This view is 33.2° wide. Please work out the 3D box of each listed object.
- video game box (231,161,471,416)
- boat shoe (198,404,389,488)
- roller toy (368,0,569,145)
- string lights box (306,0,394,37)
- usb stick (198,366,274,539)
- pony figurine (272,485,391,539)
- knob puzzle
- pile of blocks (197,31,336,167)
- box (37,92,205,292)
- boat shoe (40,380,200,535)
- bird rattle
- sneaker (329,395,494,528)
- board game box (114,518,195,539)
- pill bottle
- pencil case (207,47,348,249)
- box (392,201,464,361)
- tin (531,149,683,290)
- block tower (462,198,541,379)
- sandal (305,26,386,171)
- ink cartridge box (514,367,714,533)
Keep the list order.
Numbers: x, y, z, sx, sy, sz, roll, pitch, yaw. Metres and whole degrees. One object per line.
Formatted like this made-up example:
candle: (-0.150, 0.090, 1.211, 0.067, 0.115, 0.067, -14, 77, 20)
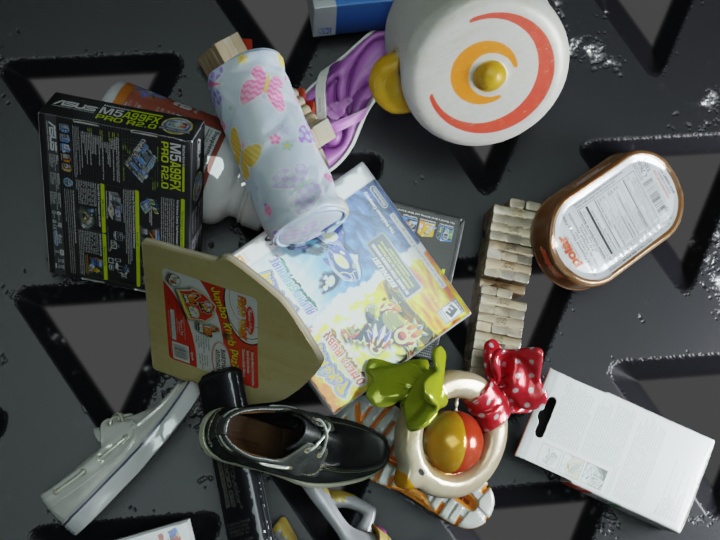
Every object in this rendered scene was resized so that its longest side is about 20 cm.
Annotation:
video game box: (-0.014, 0.018, 1.263, 0.182, 0.047, 0.200, -36, 87, -7)
boat shoe: (-0.057, 0.173, 1.199, 0.199, 0.068, 0.072, 12, 67, -22)
roller toy: (0.121, -0.234, 1.287, 0.199, 0.140, 0.183, 17, 119, -22)
string lights box: (0.037, -0.330, 1.359, 0.199, 0.059, 0.103, -7, 67, -7)
usb stick: (-0.126, 0.197, 1.226, 0.055, 0.033, 0.201, -21, 75, 32)
pony figurine: (-0.017, 0.321, 1.237, 0.199, 0.167, 0.193, 32, 76, 17)
knob puzzle: (-0.125, 0.058, 1.233, 0.219, 0.220, 0.030, 35, 44, 1)
pile of blocks: (-0.094, -0.183, 1.329, 0.062, 0.082, 0.200, -34, 75, -27)
box: (-0.243, -0.073, 1.239, 0.159, 0.201, 0.044, 10, 37, 5)
boat shoe: (-0.251, 0.183, 1.266, 0.066, 0.072, 0.200, 43, 89, -3)
bird rattle: (0.097, 0.148, 1.225, 0.199, 0.112, 0.164, 7, 94, -38)
sneaker: (0.049, 0.208, 1.288, 0.200, 0.077, 0.078, 39, 79, 7)
board game box: (-0.258, 0.348, 1.256, 0.199, 0.035, 0.127, -15, 83, -7)
pill bottle: (-0.186, -0.117, 1.292, 0.199, 0.112, 0.113, 21, 80, -3)
pencil case: (-0.083, -0.125, 1.221, 0.090, 0.083, 0.201, -16, 74, -32)
box: (0.000, 0.000, 1.318, 0.199, 0.044, 0.161, 14, 80, -3)
tin: (0.277, -0.058, 1.339, 0.200, 0.042, 0.112, -34, 94, -23)
block tower: (0.154, 0.024, 1.333, 0.054, 0.058, 0.201, 11, 79, -4)
sandal: (-0.020, -0.195, 1.349, 0.082, 0.050, 0.203, 33, 80, 0)
ink cartridge box: (0.273, 0.196, 1.322, 0.199, 0.050, 0.110, 24, 81, 0)
